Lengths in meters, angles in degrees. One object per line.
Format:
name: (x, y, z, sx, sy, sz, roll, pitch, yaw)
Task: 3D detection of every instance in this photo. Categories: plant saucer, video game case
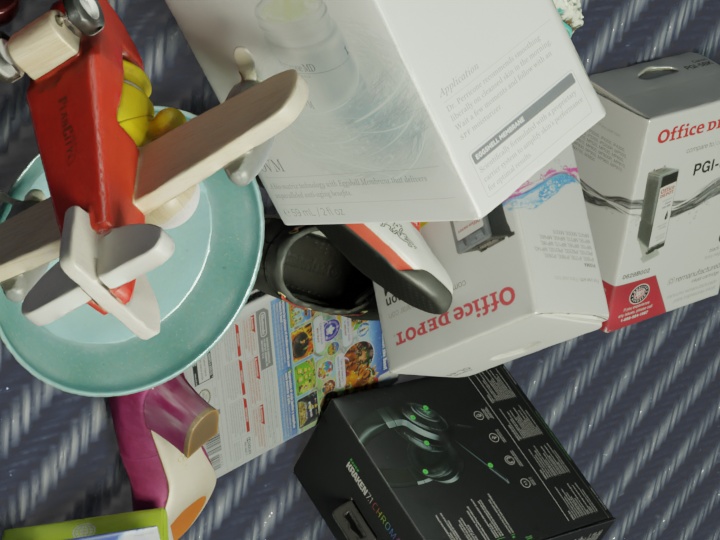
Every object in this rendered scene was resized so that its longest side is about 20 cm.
plant saucer: (-0.158, -0.016, 1.147, 0.198, 0.036, 0.202, -14, 117, -29)
video game case: (-0.054, 0.067, 1.327, 0.199, 0.018, 0.144, -26, 131, -29)

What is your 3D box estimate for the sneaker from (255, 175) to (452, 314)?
sneaker: (0.008, -0.069, 1.173, 0.108, 0.201, 0.067, -48, 168, -15)

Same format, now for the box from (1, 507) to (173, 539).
box: (-0.186, 0.248, 1.264, 0.121, 0.048, 0.201, -8, 128, -1)

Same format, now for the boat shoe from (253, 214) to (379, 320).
boat shoe: (-0.001, 0.003, 1.279, 0.200, 0.063, 0.074, 10, 97, -41)

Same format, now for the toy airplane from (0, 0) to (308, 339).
toy airplane: (-0.137, -0.050, 1.002, 0.141, 0.199, 0.201, 29, 85, -57)

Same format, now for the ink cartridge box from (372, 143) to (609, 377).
ink cartridge box: (0.077, -0.041, 1.213, 0.085, 0.147, 0.202, 7, 67, -44)

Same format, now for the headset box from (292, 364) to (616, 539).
headset box: (0.068, 0.179, 1.384, 0.199, 0.175, 0.093, -10, 143, -39)

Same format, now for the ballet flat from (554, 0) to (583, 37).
ballet flat: (0.084, -0.214, 1.176, 0.199, 0.072, 0.072, 23, 100, -50)

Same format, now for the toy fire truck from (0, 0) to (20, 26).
toy fire truck: (-0.177, -0.212, 0.974, 0.199, 0.112, 0.168, -36, 157, -23)

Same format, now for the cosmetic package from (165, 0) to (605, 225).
cosmetic package: (0.003, -0.141, 1.018, 0.123, 0.199, 0.201, -38, 111, -30)

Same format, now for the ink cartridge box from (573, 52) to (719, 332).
ink cartridge box: (0.246, -0.067, 1.470, 0.146, 0.083, 0.202, -17, 127, -34)

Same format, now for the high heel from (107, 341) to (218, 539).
high heel: (-0.157, 0.130, 1.266, 0.067, 0.096, 0.201, -40, 159, -30)
